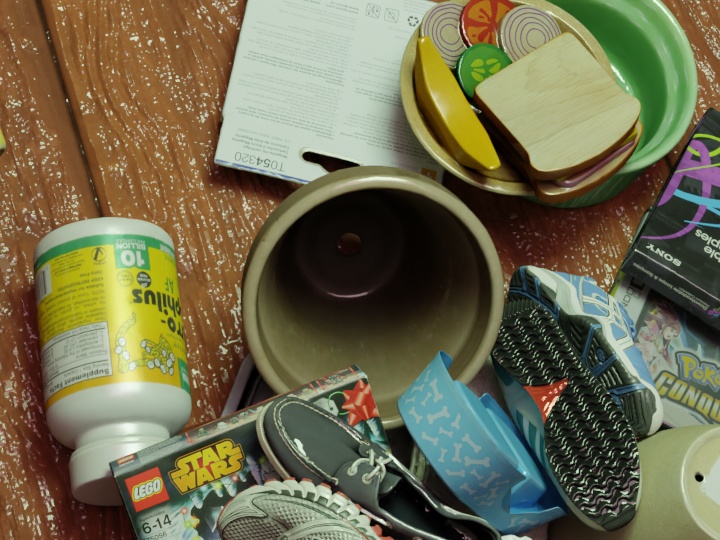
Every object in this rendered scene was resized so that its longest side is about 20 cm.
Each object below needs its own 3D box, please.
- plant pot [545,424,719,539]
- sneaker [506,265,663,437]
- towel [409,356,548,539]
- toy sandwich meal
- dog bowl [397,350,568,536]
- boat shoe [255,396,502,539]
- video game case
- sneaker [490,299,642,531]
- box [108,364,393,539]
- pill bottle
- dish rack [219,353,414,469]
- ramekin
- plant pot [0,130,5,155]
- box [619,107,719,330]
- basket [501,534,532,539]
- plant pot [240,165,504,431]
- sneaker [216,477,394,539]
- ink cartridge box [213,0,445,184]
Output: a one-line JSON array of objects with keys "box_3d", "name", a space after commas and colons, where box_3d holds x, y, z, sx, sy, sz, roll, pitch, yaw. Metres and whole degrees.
[{"box_3d": [0.253, 0.193, 1.555, 0.185, 0.200, 0.189, 4, 66, -10], "name": "plant pot"}, {"box_3d": [0.193, 0.057, 1.622, 0.076, 0.076, 0.200, -3, 37, -26], "name": "sneaker"}, {"box_3d": [0.101, 0.150, 1.608, 0.132, 0.034, 0.202, 24, 63, -28], "name": "towel"}, {"box_3d": [0.128, -0.147, 1.635, 0.203, 0.070, 0.207, 4, 67, -9], "name": "toy sandwich meal"}, {"box_3d": [0.087, 0.133, 1.491, 0.049, 0.200, 0.112, -35, 59, 6], "name": "dog bowl"}, {"box_3d": [0.017, 0.148, 1.428, 0.200, 0.063, 0.073, 39, 48, 4], "name": "boat shoe"}, {"box_3d": [0.297, 0.066, 1.715, 0.199, 0.026, 0.182, 27, 64, 0], "name": "video game case"}, {"box_3d": [0.160, 0.119, 1.554, 0.070, 0.094, 0.201, -28, 59, -2], "name": "sneaker"}, {"box_3d": [-0.069, 0.170, 1.496, 0.198, 0.040, 0.138, -22, 105, -9], "name": "box"}, {"box_3d": [-0.188, 0.072, 1.560, 0.112, 0.113, 0.202, -3, 67, -13], "name": "pill bottle"}, {"box_3d": [-0.041, 0.172, 1.588, 0.170, 0.044, 0.201, 21, 65, -2], "name": "dish rack"}, {"box_3d": [0.180, -0.152, 1.743, 0.198, 0.098, 0.202, 5, 66, -10], "name": "ramekin"}, {"box_3d": [-0.377, -0.139, 1.575, 0.200, 0.201, 0.190, -35, 92, -23], "name": "plant pot"}, {"box_3d": [0.320, -0.036, 1.733, 0.142, 0.036, 0.201, 31, 52, 3], "name": "box"}, {"box_3d": [0.054, 0.318, 1.448, 0.198, 0.162, 0.199, -3, 39, -13], "name": "basket"}, {"box_3d": [0.000, 0.000, 1.581, 0.198, 0.175, 0.202, -2, 109, -6], "name": "plant pot"}, {"box_3d": [-0.014, 0.208, 1.384, 0.199, 0.078, 0.082, 23, 40, 21], "name": "sneaker"}, {"box_3d": [-0.015, -0.150, 1.732, 0.194, 0.043, 0.202, 14, 68, -6], "name": "ink cartridge box"}]
